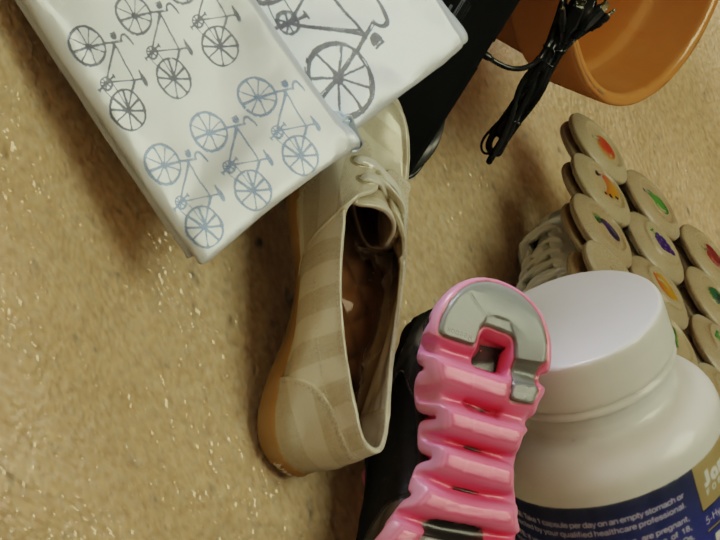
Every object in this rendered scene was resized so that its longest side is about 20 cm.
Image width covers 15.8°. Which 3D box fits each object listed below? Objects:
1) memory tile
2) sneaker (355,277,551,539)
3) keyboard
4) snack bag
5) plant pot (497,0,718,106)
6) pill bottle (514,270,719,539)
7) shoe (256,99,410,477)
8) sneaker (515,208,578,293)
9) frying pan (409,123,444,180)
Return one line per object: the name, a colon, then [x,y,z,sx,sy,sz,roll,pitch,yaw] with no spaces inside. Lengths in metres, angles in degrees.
memory tile: [0.165,0.001,1.440,0.153,0.017,0.200,44,24,-21]
sneaker: [0.029,0.104,1.223,0.079,0.095,0.200,22,76,-24]
keyboard: [0.048,-0.115,1.280,0.127,0.200,0.021,31,5,-26]
snack bag: [-0.056,-0.129,1.163,0.200,0.021,0.189,-37,98,-32]
plant pot: [0.105,-0.202,1.410,0.200,0.140,0.200,-37,136,-46]
pill bottle: [0.131,0.108,1.305,0.120,0.119,0.200,-61,139,-53]
shoe: [0.000,0.000,1.213,0.070,0.053,0.200,27,63,-40]
sneaker: [0.110,0.012,1.423,0.081,0.075,0.200,62,22,0]
frying pan: [0.015,-0.135,1.387,0.115,0.031,0.190,41,44,-44]
